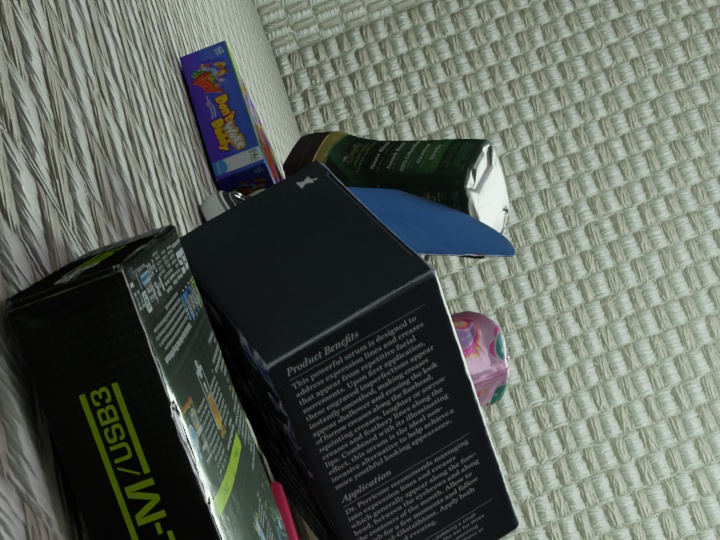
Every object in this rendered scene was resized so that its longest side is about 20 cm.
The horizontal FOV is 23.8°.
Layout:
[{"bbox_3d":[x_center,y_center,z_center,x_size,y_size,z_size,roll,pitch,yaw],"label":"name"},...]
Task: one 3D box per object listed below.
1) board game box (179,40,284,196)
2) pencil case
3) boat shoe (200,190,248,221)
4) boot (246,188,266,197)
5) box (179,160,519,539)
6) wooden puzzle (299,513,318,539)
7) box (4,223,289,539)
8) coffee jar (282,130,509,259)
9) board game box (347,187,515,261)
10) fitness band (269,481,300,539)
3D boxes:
[{"bbox_3d":[-0.099,-0.089,1.519,0.200,0.044,0.135,68,2,-60],"label":"board game box"},{"bbox_3d":[0.034,0.097,1.342,0.199,0.087,0.088,-21,91,-45],"label":"pencil case"},{"bbox_3d":[-0.031,-0.011,1.266,0.200,0.066,0.070,38,14,-32],"label":"boat shoe"},{"bbox_3d":[-0.044,0.037,1.422,0.204,0.073,0.155,70,-2,-61],"label":"boot"},{"bbox_3d":[-0.008,0.067,0.988,0.148,0.106,0.201,46,-20,53],"label":"box"},{"bbox_3d":[0.022,0.156,1.204,0.186,0.046,0.201,-61,138,-45],"label":"wooden puzzle"},{"bbox_3d":[-0.061,0.085,0.619,0.200,0.047,0.195,-105,178,-84],"label":"box"},{"bbox_3d":[0.030,-0.071,1.558,0.086,0.198,0.105,-60,144,-39],"label":"coffee jar"},{"bbox_3d":[0.028,-0.024,1.394,0.158,0.199,0.039,31,-68,43],"label":"board game box"},{"bbox_3d":[-0.018,0.207,0.884,0.144,0.037,0.202,22,48,-85],"label":"fitness band"}]
